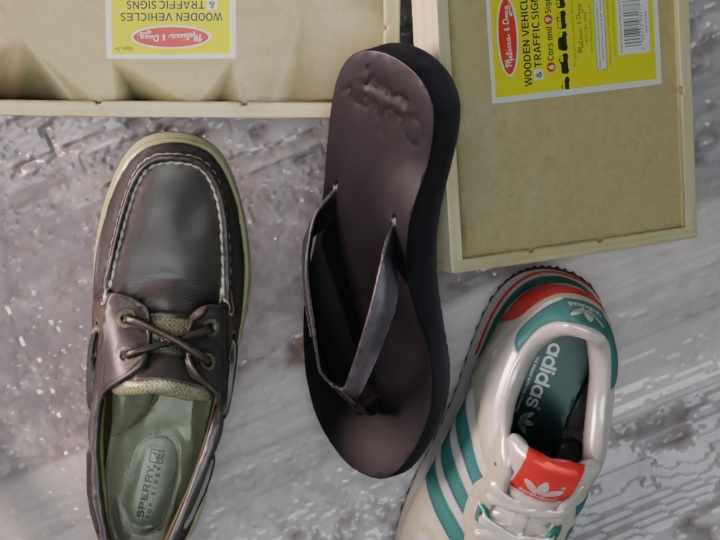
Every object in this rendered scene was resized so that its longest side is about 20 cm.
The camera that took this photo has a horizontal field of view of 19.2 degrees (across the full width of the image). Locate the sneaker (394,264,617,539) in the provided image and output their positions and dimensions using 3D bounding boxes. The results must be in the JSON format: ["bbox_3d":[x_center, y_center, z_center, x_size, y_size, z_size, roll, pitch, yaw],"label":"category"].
[{"bbox_3d":[0.065,0.099,0.951,0.070,0.093,0.200,17,97,-7],"label":"sneaker"}]

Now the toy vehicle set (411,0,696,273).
[{"bbox_3d":[0.085,-0.106,0.935,0.124,0.027,0.200,-7,100,-21],"label":"toy vehicle set"}]

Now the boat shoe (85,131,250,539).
[{"bbox_3d":[-0.085,0.042,0.935,0.072,0.066,0.201,5,106,-10],"label":"boat shoe"}]

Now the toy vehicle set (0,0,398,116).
[{"bbox_3d":[-0.083,-0.130,0.928,0.200,0.027,0.125,1,99,-5],"label":"toy vehicle set"}]

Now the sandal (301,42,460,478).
[{"bbox_3d":[0.000,-0.001,0.924,0.043,0.076,0.200,-24,124,-44],"label":"sandal"}]
